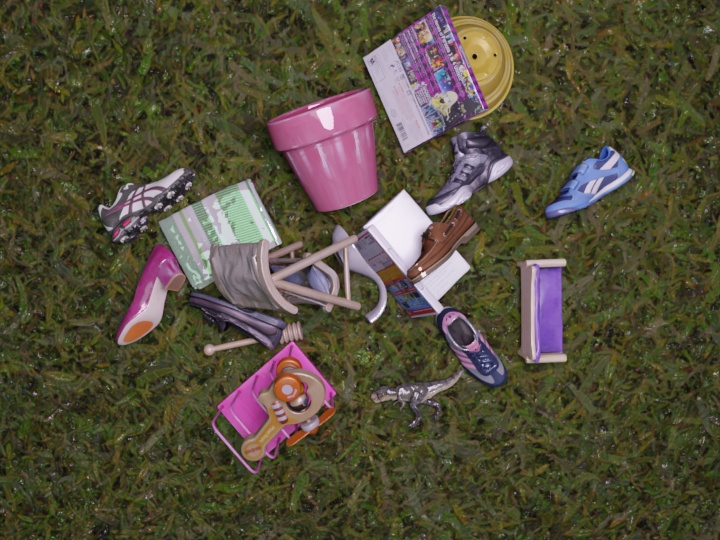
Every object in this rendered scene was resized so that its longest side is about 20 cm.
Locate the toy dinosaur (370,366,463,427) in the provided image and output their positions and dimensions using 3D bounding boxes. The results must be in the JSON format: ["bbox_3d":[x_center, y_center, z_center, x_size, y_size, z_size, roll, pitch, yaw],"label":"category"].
[{"bbox_3d":[0.123,0.260,1.139,0.197,0.047,0.089,-12,87,-6],"label":"toy dinosaur"}]

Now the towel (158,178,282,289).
[{"bbox_3d":[-0.271,-0.072,1.106,0.198,0.023,0.154,-27,94,0],"label":"towel"}]

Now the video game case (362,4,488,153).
[{"bbox_3d":[0.119,-0.352,1.060,0.180,0.036,0.202,-23,95,33],"label":"video game case"}]

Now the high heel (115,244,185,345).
[{"bbox_3d":[-0.422,0.048,1.096,0.096,0.067,0.201,47,107,29],"label":"high heel"}]

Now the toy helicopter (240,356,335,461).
[{"bbox_3d":[-0.134,0.262,0.995,0.132,0.079,0.201,37,101,-15],"label":"toy helicopter"}]

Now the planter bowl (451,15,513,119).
[{"bbox_3d":[0.210,-0.399,1.084,0.197,0.083,0.204,0,93,-3],"label":"planter bowl"}]

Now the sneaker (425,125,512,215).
[{"bbox_3d":[0.191,-0.198,1.101,0.199,0.075,0.115,-34,94,-7],"label":"sneaker"}]

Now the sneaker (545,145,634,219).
[{"bbox_3d":[0.439,-0.170,1.119,0.199,0.074,0.083,-33,93,-8],"label":"sneaker"}]

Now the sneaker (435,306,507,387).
[{"bbox_3d":[0.223,0.160,1.118,0.070,0.082,0.200,-43,95,0],"label":"sneaker"}]

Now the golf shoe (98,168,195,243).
[{"bbox_3d":[-0.407,-0.140,1.069,0.199,0.077,0.088,-39,88,-1],"label":"golf shoe"}]

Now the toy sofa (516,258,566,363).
[{"bbox_3d":[0.362,0.079,1.114,0.081,0.098,0.203,-2,93,-3],"label":"toy sofa"}]

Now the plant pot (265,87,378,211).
[{"bbox_3d":[-0.052,-0.215,1.036,0.197,0.200,0.181,-19,109,-2],"label":"plant pot"}]

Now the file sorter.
[{"bbox_3d":[-0.164,0.262,1.080,0.199,0.125,0.139,-40,95,0],"label":"file sorter"}]

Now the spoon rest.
[{"bbox_3d":[0.000,0.000,1.099,0.060,0.099,0.202,-27,109,-10],"label":"spoon rest"}]

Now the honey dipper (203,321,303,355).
[{"bbox_3d":[-0.212,0.140,1.116,0.197,0.038,0.039,-13,94,0],"label":"honey dipper"}]

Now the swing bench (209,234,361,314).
[{"bbox_3d":[-0.135,0.009,0.994,0.198,0.198,0.132,-5,94,-37],"label":"swing bench"}]

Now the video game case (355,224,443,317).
[{"bbox_3d":[0.063,0.006,1.070,0.017,0.143,0.201,-42,95,-17],"label":"video game case"}]

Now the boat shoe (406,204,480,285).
[{"bbox_3d":[0.135,-0.049,1.014,0.068,0.072,0.200,52,51,-3],"label":"boat shoe"}]

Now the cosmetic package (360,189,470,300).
[{"bbox_3d":[0.104,-0.044,1.099,0.113,0.081,0.200,-44,96,-2],"label":"cosmetic package"}]

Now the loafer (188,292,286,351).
[{"bbox_3d":[-0.242,0.097,1.080,0.197,0.072,0.064,17,80,6],"label":"loafer"}]
